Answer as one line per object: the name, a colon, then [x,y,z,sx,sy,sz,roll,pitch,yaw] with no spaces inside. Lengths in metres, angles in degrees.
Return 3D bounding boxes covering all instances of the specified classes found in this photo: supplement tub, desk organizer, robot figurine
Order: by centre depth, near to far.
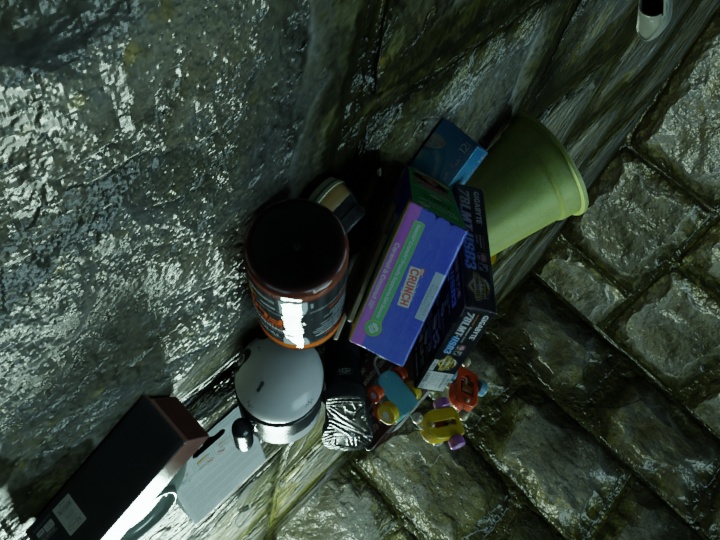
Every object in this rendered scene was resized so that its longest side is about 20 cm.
supplement tub: [-0.066,0.019,0.689,0.107,0.107,0.201,-41,162,-20]
desk organizer: [-0.270,0.240,0.727,0.201,0.072,0.077,-48,167,0]
robot figurine: [-0.112,0.162,0.878,0.121,0.154,0.201,-1,153,-7]

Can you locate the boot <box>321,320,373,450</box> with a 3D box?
boot: [-0.018,0.150,0.937,0.202,0.074,0.171,89,2,-52]

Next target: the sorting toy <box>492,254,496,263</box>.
sorting toy: [0.189,-0.015,1.360,0.200,0.107,0.180,-46,-177,-8]

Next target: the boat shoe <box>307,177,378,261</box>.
boat shoe: [-0.017,-0.045,0.750,0.075,0.062,0.200,-47,168,-7]

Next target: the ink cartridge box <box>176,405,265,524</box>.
ink cartridge box: [-0.242,0.305,1.042,0.161,0.050,0.203,-39,144,-27]

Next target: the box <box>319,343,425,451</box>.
box: [0.017,0.158,1.062,0.167,0.200,0.164,-49,164,6]

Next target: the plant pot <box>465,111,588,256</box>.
plant pot: [0.245,-0.126,1.078,0.182,0.202,0.201,-35,164,-1]

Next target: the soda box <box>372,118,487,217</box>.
soda box: [0.085,-0.103,0.884,0.202,0.064,0.068,-54,163,17]

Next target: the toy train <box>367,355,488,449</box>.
toy train: [0.089,0.176,0.911,0.056,0.196,0.153,-50,-156,43]

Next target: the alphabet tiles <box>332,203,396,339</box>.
alphabet tiles: [0.000,0.000,0.778,0.200,0.007,0.171,-132,-115,-84]

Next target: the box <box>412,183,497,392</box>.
box: [0.117,0.026,0.860,0.200,0.048,0.204,113,-17,-49]

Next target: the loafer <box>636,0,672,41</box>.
loafer: [0.550,-0.502,1.204,0.070,0.070,0.200,-41,156,-5]

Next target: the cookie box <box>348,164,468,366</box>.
cookie box: [0.052,-0.016,0.764,0.201,0.074,0.174,-85,-162,-70]

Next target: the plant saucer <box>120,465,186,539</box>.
plant saucer: [-0.297,0.309,0.838,0.200,0.050,0.201,-42,160,-19]
